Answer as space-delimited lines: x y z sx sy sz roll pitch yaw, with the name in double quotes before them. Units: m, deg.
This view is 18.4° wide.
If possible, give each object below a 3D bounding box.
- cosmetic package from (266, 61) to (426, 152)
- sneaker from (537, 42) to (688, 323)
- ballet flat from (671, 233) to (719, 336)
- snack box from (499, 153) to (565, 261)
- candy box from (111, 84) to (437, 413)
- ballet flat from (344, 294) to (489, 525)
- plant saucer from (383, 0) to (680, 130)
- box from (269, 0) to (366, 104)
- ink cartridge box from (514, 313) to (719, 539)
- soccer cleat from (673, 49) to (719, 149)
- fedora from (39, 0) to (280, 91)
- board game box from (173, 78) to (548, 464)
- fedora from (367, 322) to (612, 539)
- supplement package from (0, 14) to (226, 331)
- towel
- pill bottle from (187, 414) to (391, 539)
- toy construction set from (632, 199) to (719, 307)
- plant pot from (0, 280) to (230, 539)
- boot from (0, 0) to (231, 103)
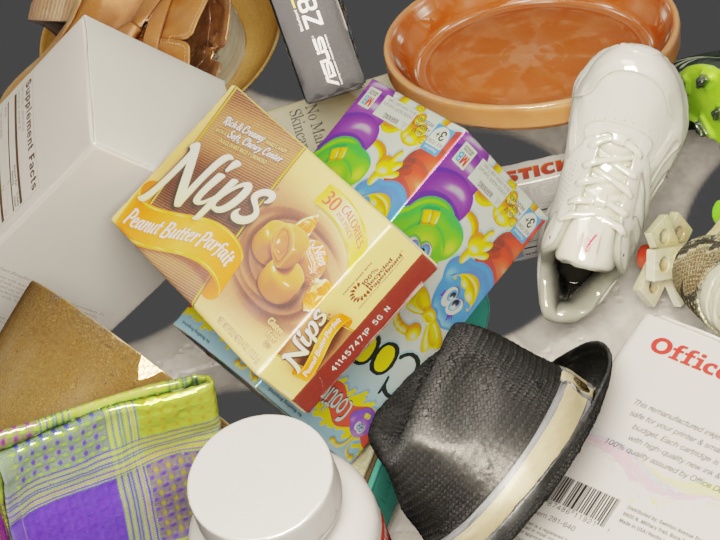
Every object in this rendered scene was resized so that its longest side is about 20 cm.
"cosmetic package" -0.031 -0.060 1.541 0.200 0.073 0.104 -19 50 1
"sneaker" 0.156 -0.046 1.396 0.078 0.200 0.099 13 38 5
"ballet flat" 0.263 0.030 1.326 0.200 0.068 0.075 24 24 28
"snack box" 0.070 -0.031 1.491 0.200 0.072 0.024 -12 46 5
"candy box" -0.055 -0.017 1.323 0.115 0.055 0.200 -47 42 0
"ballet flat" 0.017 0.082 1.426 0.062 0.067 0.200 9 55 32
"plant saucer" 0.116 -0.150 1.506 0.200 0.032 0.200 -6 34 4
"box" -0.042 -0.202 1.540 0.049 0.161 0.200 -17 9 1
"ink cartridge box" 0.187 0.143 1.321 0.145 0.084 0.200 23 62 28
"soccer cleat" 0.243 -0.119 1.471 0.081 0.068 0.200 -25 15 -14
"fedora" -0.158 -0.193 1.668 0.201 0.082 0.201 -7 53 9
"board game box" 0.000 0.000 1.385 0.200 0.103 0.105 -52 41 -5
"fedora" 0.062 0.095 1.316 0.092 0.201 0.201 39 65 -5
"supplement package" -0.189 -0.049 1.482 0.200 0.121 0.120 -40 42 32
"towel" -0.138 0.160 1.307 0.144 0.200 0.023 -17 34 -19
"pill bottle" -0.035 0.170 1.282 0.111 0.200 0.111 -7 52 9
"toy construction set" 0.278 -0.010 1.420 0.200 0.092 0.131 11 82 31
"plant pot" -0.189 0.141 1.377 0.186 0.186 0.200 31 79 32
"boot" -0.174 -0.118 1.568 0.155 0.074 0.200 9 91 31
